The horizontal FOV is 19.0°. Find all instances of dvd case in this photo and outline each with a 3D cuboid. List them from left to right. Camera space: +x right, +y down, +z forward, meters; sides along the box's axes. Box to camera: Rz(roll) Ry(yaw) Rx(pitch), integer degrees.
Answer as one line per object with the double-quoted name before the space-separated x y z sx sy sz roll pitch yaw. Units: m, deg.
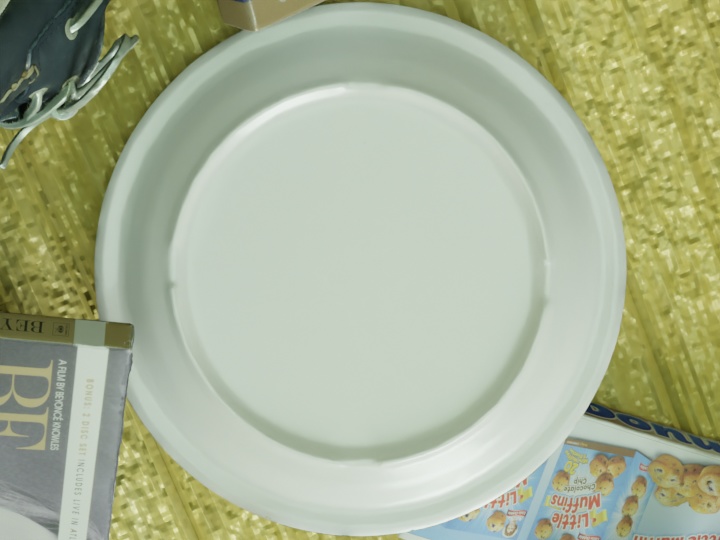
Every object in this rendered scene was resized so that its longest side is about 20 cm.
"dvd case" -0.188 0.064 0.786 0.199 0.016 0.149 5 136 -8

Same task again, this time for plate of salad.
"plate of salad" 0.000 0.000 0.813 0.199 0.048 0.201 0 95 0

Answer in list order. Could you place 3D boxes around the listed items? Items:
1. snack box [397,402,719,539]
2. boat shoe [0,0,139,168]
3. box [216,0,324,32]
"snack box" 0.117 0.099 0.865 0.199 0.024 0.072 18 103 -11
"boat shoe" -0.112 -0.085 0.731 0.062 0.075 0.200 43 53 -28
"box" -0.021 -0.197 0.736 0.121 0.032 0.201 -27 114 -19
